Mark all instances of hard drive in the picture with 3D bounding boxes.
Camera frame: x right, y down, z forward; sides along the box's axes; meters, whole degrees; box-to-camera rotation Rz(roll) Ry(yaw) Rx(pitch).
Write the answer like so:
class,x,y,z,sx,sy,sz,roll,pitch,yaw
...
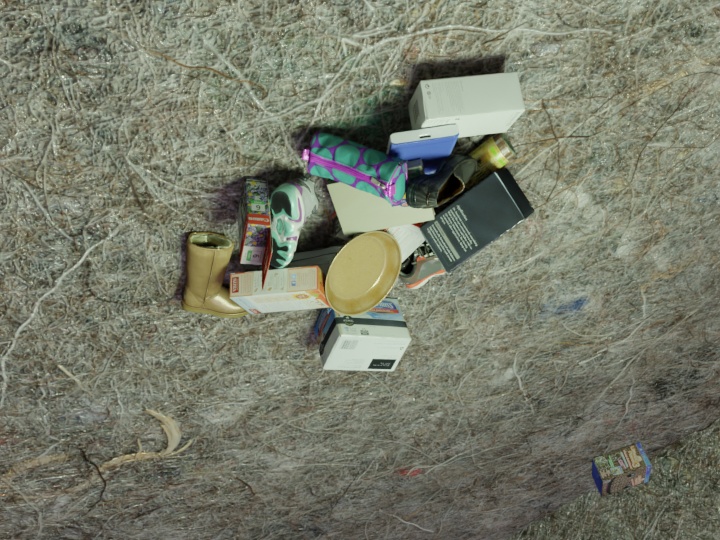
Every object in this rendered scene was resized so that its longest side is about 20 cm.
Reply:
class,x,y,z,sx,sy,sz,roll,pitch,yaw
hard drive,0.113,-0.228,1.503,0.128,0.026,0.200,-9,169,-4

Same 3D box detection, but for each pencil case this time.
class,x,y,z,sx,sy,sz,roll,pitch,yaw
pencil case,-0.007,-0.195,1.449,0.196,0.092,0.087,21,116,19

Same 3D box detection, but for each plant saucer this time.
class,x,y,z,sx,sy,sz,roll,pitch,yaw
plant saucer,0.000,0.000,1.646,0.196,0.035,0.205,-21,130,-27

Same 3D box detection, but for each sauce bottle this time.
class,x,y,z,sx,sy,sz,roll,pitch,yaw
sauce bottle,0.234,-0.208,1.618,0.199,0.066,0.064,-38,136,22

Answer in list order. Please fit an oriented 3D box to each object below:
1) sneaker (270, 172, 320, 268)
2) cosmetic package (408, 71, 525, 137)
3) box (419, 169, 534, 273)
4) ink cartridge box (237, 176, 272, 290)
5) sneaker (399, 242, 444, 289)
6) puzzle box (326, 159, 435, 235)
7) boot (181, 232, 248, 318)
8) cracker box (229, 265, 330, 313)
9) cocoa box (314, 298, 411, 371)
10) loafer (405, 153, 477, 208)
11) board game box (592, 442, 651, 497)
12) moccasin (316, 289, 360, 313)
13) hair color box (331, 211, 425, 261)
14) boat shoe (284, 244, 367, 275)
class,x,y,z,sx,sy,sz,roll,pitch,yaw
sneaker,-0.129,-0.107,1.570,0.140,0.077,0.203,-43,160,-46
cosmetic package,0.198,-0.309,1.452,0.194,0.084,0.113,-7,169,-9
box,0.250,-0.108,1.625,0.198,0.119,0.196,-35,177,20
ink cartridge box,-0.208,-0.074,1.499,0.049,0.203,0.110,4,136,-16
sneaker,0.162,-0.032,1.784,0.199,0.078,0.081,-39,129,22
puzzle box,0.043,-0.143,1.537,0.194,0.026,0.135,-9,130,13
boot,-0.302,0.013,1.671,0.170,0.067,0.203,1,135,-22
cracker box,-0.167,0.043,1.640,0.194,0.059,0.134,-5,162,10
cocoa box,0.003,0.154,1.884,0.195,0.133,0.135,5,135,-24
loafer,0.174,-0.167,1.489,0.199,0.071,0.074,-36,131,-35
board game box,1.005,0.771,2.962,0.195,0.098,0.161,-19,140,2
moccasin,-0.093,0.063,1.731,0.194,0.070,0.081,-2,153,13
hair color box,0.046,-0.099,1.672,0.197,0.065,0.111,20,129,-38
boat shoe,-0.075,-0.008,1.691,0.195,0.067,0.074,-10,161,17
